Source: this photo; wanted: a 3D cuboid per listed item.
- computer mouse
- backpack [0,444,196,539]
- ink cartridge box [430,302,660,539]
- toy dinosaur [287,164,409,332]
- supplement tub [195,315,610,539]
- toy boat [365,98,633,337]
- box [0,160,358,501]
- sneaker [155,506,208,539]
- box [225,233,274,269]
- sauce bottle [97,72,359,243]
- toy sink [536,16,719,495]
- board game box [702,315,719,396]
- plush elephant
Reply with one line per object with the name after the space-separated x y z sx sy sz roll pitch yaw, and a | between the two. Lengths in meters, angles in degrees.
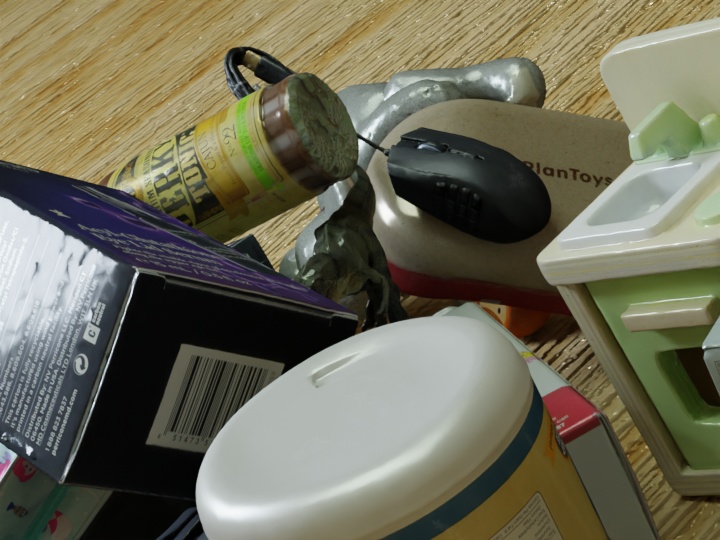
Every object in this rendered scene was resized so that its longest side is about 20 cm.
0.014 -0.074 1.306 0.199 0.034 0.059 27 49 10 | computer mouse
-0.192 0.134 1.285 0.178 0.150 0.200 -57 33 -2 | backpack
0.040 0.106 1.214 0.145 0.083 0.200 -29 20 -6 | ink cartridge box
0.000 0.000 1.271 0.047 0.088 0.200 -24 20 15 | toy dinosaur
0.035 0.136 0.996 0.144 0.200 0.145 -23 22 10 | supplement tub
0.093 -0.013 1.384 0.199 0.131 0.131 9 47 -6 | toy boat
-0.127 0.025 1.158 0.200 0.148 0.105 27 100 42 | box
-0.072 0.148 1.110 0.078 0.079 0.200 -48 -18 -15 | sneaker
-0.135 0.039 1.547 0.159 0.046 0.200 -31 3 -9 | box
-0.096 -0.036 1.288 0.200 0.065 0.065 -28 19 26 | sauce bottle
0.172 -0.003 1.136 0.130 0.200 0.112 -8 28 51 | toy sink
0.258 0.062 0.978 0.199 0.148 0.064 -11 24 34 | board game box
0.019 -0.035 1.495 0.199 0.155 0.165 4 -24 -7 | plush elephant
